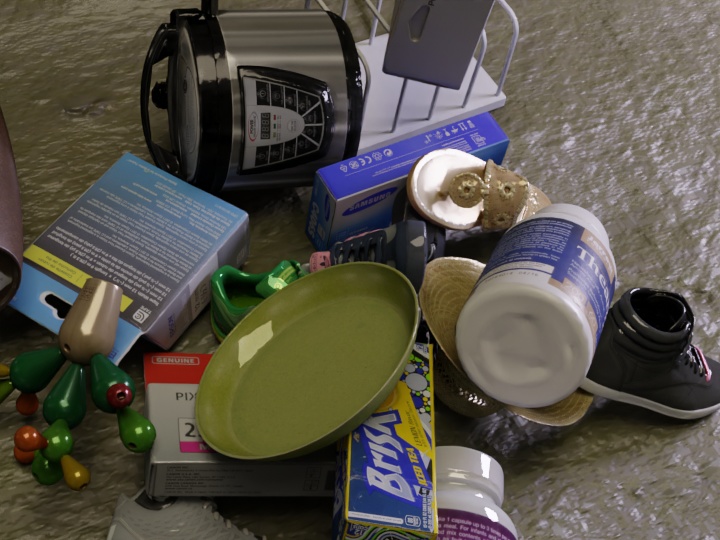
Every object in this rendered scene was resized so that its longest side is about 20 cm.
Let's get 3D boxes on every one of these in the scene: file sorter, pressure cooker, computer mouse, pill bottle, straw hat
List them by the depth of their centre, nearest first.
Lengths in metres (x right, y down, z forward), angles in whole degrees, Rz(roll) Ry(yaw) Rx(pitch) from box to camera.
[{"bbox_3d":[0.066,0.243,0.960,0.111,0.113,0.201,10,53,-2],"label":"pill bottle"},{"bbox_3d":[0.155,0.019,1.043,0.110,0.112,0.200,24,31,8],"label":"pill bottle"},{"bbox_3d":[0.110,0.085,1.102,0.200,0.085,0.202,27,35,-20],"label":"straw hat"},{"bbox_3d":[0.061,0.012,1.139,0.058,0.034,0.202,13,70,-50],"label":"computer mouse"},{"bbox_3d":[-0.112,-0.160,1.190,0.198,0.179,0.177,-4,65,-19],"label":"pressure cooker"},{"bbox_3d":[0.049,-0.235,1.309,0.199,0.125,0.139,-21,60,-24],"label":"file sorter"}]

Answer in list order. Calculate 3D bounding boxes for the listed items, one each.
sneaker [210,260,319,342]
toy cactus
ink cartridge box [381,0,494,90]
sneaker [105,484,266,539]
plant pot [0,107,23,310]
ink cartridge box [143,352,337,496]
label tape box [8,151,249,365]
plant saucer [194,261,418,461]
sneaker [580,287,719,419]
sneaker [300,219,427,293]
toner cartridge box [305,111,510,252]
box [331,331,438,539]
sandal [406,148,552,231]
[{"bbox_3d":[-0.054,0.039,1.069,0.198,0.084,0.074,7,40,29],"label":"sneaker"},{"bbox_3d":[-0.238,0.085,0.983,0.199,0.102,0.167,2,69,42],"label":"toy cactus"},{"bbox_3d":[0.086,-0.296,1.191,0.083,0.146,0.201,14,52,-5],"label":"ink cartridge box"},{"bbox_3d":[-0.105,0.204,0.985,0.198,0.075,0.116,6,50,-4],"label":"sneaker"},{"bbox_3d":[-0.361,-0.053,1.043,0.186,0.188,0.200,-20,53,-23],"label":"plant pot"},{"bbox_3d":[-0.081,0.113,1.037,0.198,0.044,0.174,3,37,-14],"label":"ink cartridge box"},{"bbox_3d":[-0.213,0.000,1.118,0.142,0.066,0.200,27,56,16],"label":"label tape box"},{"bbox_3d":[-0.037,0.075,0.963,0.199,0.031,0.201,-24,34,17],"label":"plant saucer"},{"bbox_3d":[0.284,0.073,1.109,0.198,0.099,0.071,12,43,-29],"label":"sneaker"},{"bbox_3d":[0.000,0.000,1.081,0.081,0.200,0.071,7,74,-14],"label":"sneaker"},{"bbox_3d":[0.046,-0.083,1.213,0.199,0.095,0.043,-21,59,-23],"label":"toner cartridge box"},{"bbox_3d":[0.018,0.139,0.942,0.069,0.065,0.201,9,37,-5],"label":"box"},{"bbox_3d":[0.137,-0.073,1.169,0.211,0.069,0.078,13,73,-46],"label":"sandal"}]
